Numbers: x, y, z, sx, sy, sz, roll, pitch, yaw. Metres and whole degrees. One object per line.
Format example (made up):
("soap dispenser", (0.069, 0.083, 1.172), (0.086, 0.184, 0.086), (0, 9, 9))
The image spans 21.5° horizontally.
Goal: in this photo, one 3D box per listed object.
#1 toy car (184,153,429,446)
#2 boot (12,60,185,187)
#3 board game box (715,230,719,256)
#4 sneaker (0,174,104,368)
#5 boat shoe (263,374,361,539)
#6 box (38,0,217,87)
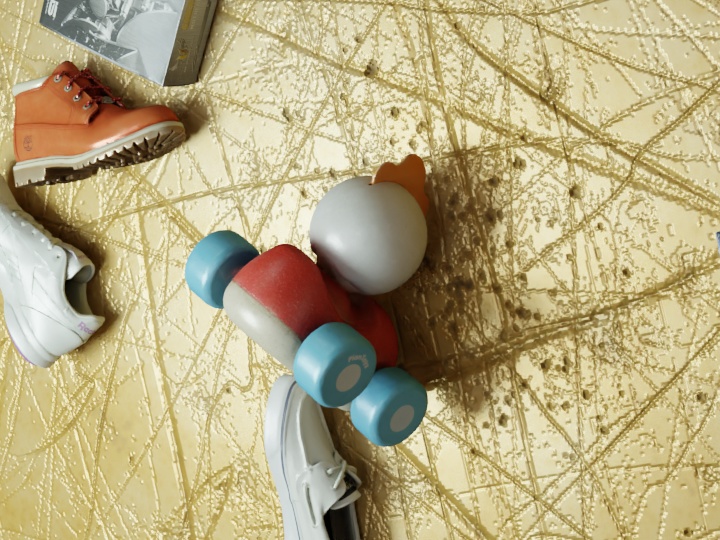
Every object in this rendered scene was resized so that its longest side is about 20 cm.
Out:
("toy car", (0.000, 0.000, 1.524), (0.200, 0.177, 0.184), (-51, 51, -1))
("boot", (-0.241, -0.139, 1.699), (0.199, 0.075, 0.108), (-7, 87, 36))
("board game box", (0.336, 0.059, 1.345), (0.135, 0.035, 0.201), (-11, 90, 36))
("sneaker", (-0.301, -0.015, 1.769), (0.099, 0.075, 0.201), (-28, 80, 15))
("boat shoe", (-0.032, 0.186, 1.598), (0.065, 0.072, 0.202), (-3, 96, 31))
("box", (-0.190, -0.281, 1.655), (0.158, 0.048, 0.201), (29, 112, 29))
